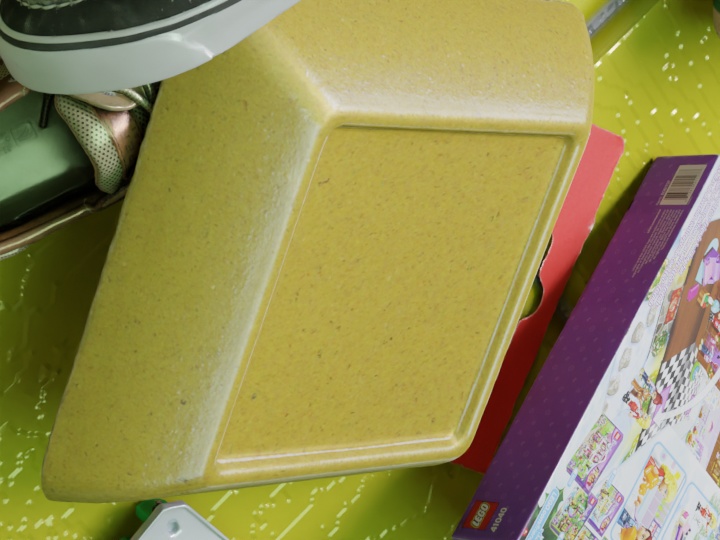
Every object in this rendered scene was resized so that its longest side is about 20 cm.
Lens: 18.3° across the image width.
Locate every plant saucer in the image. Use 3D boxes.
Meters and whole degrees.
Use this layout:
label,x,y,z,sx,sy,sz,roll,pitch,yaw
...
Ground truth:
label,x,y,z,sx,sy,sz,roll,pitch,yaw
plant saucer,0.000,0.000,0.796,0.199,0.048,0.201,-2,119,-46

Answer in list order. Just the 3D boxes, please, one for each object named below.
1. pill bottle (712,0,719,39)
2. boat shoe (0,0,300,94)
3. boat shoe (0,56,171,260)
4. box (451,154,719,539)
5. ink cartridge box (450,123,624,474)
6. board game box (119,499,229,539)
label,x,y,z,sx,sy,sz,roll,pitch,yaw
pill bottle,0.196,-0.189,0.888,0.112,0.113,0.201,-13,111,-26
boat shoe,-0.029,-0.121,0.674,0.199,0.071,0.064,-25,134,8
boat shoe,-0.086,-0.054,0.761,0.199,0.074,0.076,-30,123,0
box,0.130,0.071,0.942,0.137,0.039,0.200,48,60,-32
ink cartridge box,0.015,-0.008,0.881,0.199,0.050,0.162,21,95,-32
board game box,-0.080,0.219,0.910,0.200,0.026,0.200,-50,123,-8
